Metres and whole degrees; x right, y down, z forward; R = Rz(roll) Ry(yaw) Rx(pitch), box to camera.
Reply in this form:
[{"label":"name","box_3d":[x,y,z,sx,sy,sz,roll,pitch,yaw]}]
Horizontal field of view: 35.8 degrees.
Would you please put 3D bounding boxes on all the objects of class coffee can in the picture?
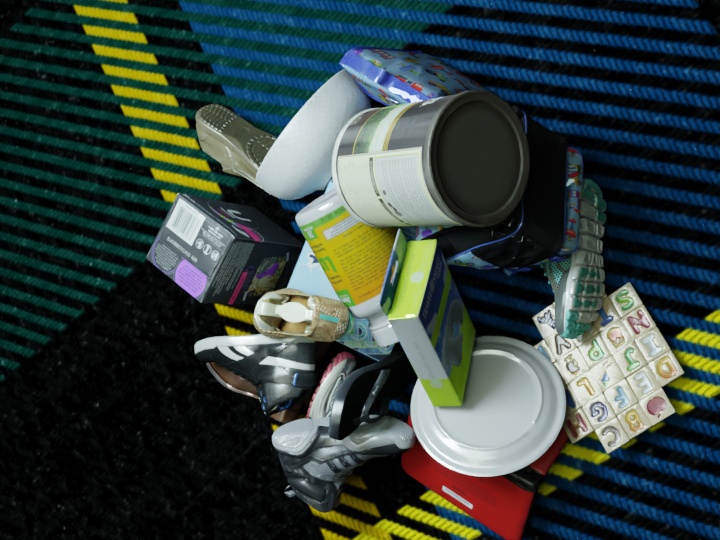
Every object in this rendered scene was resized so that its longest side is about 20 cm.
[{"label":"coffee can","box_3d":[0.077,-0.123,1.293,0.199,0.144,0.149,2,88,56]}]

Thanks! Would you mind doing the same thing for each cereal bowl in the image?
[{"label":"cereal bowl","box_3d":[-0.051,-0.173,1.533,0.083,0.200,0.201,39,106,3]}]

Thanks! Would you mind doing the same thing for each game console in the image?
[{"label":"game console","box_3d":[0.170,0.225,1.478,0.198,0.118,0.174,29,132,27]}]

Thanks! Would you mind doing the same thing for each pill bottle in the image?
[{"label":"pill bottle","box_3d":[0.010,-0.009,1.428,0.110,0.111,0.202,-25,100,25]}]

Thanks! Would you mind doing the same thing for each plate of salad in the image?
[{"label":"plate of salad","box_3d":[0.162,0.173,1.417,0.196,0.048,0.203,-7,52,9]}]

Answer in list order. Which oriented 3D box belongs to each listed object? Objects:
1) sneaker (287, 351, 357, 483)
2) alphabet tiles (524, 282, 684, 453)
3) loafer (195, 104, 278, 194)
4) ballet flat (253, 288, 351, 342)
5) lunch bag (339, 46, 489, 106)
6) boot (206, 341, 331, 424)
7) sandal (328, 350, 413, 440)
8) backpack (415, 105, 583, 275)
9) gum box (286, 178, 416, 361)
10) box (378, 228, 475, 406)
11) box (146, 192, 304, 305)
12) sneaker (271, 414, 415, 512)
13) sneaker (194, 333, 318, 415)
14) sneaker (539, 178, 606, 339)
[{"label":"sneaker","box_3d":[-0.041,0.212,1.570,0.073,0.081,0.203,17,97,1]},{"label":"alphabet tiles","box_3d":[0.302,0.116,1.401,0.165,0.006,0.202,-35,65,18]},{"label":"loafer","box_3d":[-0.164,-0.170,1.658,0.199,0.076,0.068,40,143,16]},{"label":"ballet flat","box_3d":[-0.094,0.053,1.454,0.198,0.065,0.072,-2,74,49]},{"label":"lunch bag","box_3d":[0.073,-0.235,1.455,0.150,0.199,0.095,36,103,26]},{"label":"boot","box_3d":[-0.118,0.095,1.622,0.185,0.064,0.203,28,98,27]},{"label":"sandal","box_3d":[0.022,0.158,1.461,0.042,0.199,0.077,16,119,29]},{"label":"backpack","box_3d":[0.164,-0.081,1.400,0.199,0.133,0.186,-23,53,48]},{"label":"gum box","box_3d":[0.000,0.000,1.514,0.168,0.045,0.202,25,108,2]},{"label":"box","box_3d":[0.086,0.058,1.363,0.047,0.201,0.123,-4,47,24]},{"label":"box","box_3d":[-0.184,-0.026,1.583,0.122,0.199,0.107,36,103,25]},{"label":"sneaker","box_3d":[-0.018,0.259,1.494,0.196,0.075,0.116,-3,103,15]},{"label":"sneaker","box_3d":[-0.151,0.147,1.557,0.197,0.073,0.114,-7,81,30]},{"label":"sneaker","box_3d":[0.259,-0.013,1.419,0.090,0.077,0.204,-4,75,44]}]
